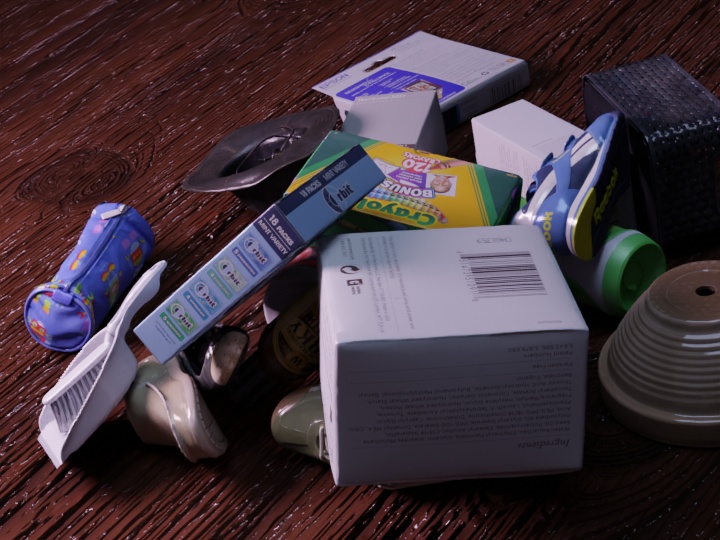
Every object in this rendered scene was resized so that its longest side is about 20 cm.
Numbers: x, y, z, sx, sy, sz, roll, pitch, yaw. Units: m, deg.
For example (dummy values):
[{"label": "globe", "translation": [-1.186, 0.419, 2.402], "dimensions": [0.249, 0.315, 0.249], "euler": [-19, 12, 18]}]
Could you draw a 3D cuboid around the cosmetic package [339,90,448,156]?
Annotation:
[{"label": "cosmetic package", "translation": [0.028, -0.121, 1.792], "dimensions": [0.106, 0.091, 0.201], "euler": [-4, 34, 15]}]

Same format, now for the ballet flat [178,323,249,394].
[{"label": "ballet flat", "translation": [-0.148, 0.075, 1.492], "dimensions": [0.067, 0.057, 0.200], "euler": [-60, 17, -8]}]

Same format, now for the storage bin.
[{"label": "storage bin", "translation": [0.306, -0.122, 1.630], "dimensions": [0.093, 0.136, 0.200], "euler": [-16, 29, -6]}]

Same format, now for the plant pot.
[{"label": "plant pot", "translation": [0.299, 0.056, 1.371], "dimensions": [0.199, 0.093, 0.201], "euler": [-11, 30, 6]}]

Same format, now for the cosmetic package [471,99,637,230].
[{"label": "cosmetic package", "translation": [0.201, -0.097, 1.667], "dimensions": [0.071, 0.102, 0.200], "euler": [-23, 32, -19]}]

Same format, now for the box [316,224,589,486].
[{"label": "box", "translation": [0.068, 0.064, 1.292], "dimensions": [0.198, 0.132, 0.199], "euler": [-3, 25, -4]}]

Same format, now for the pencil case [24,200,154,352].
[{"label": "pencil case", "translation": [-0.285, 0.001, 1.706], "dimensions": [0.077, 0.087, 0.200], "euler": [17, 36, 6]}]

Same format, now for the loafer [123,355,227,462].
[{"label": "loafer", "translation": [-0.174, 0.131, 1.453], "dimensions": [0.068, 0.076, 0.200], "euler": [-30, 19, -8]}]

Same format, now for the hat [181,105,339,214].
[{"label": "hat", "translation": [-0.099, -0.111, 1.819], "dimensions": [0.199, 0.081, 0.201], "euler": [-23, 24, 11]}]

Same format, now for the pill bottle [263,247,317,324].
[{"label": "pill bottle", "translation": [0.000, 0.000, 1.567], "dimensions": [0.110, 0.111, 0.200], "euler": [7, 34, 31]}]

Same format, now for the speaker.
[{"label": "speaker", "translation": [0.195, -0.017, 1.546], "dimensions": [0.088, 0.089, 0.199], "euler": [-32, 34, -31]}]

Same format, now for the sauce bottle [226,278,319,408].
[{"label": "sauce bottle", "translation": [-0.046, 0.057, 1.448], "dimensions": [0.200, 0.065, 0.065], "euler": [-43, 15, 31]}]

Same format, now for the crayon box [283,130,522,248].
[{"label": "crayon box", "translation": [0.040, -0.059, 1.505], "dimensions": [0.199, 0.059, 0.119], "euler": [15, 40, 16]}]

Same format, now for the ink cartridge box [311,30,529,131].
[{"label": "ink cartridge box", "translation": [0.075, -0.232, 2.009], "dimensions": [0.198, 0.044, 0.199], "euler": [-31, 36, -29]}]

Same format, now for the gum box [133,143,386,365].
[{"label": "gum box", "translation": [-0.086, -0.015, 1.401], "dimensions": [0.200, 0.045, 0.170], "euler": [-40, 0, 32]}]

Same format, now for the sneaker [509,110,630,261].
[{"label": "sneaker", "translation": [0.202, -0.086, 1.502], "dimensions": [0.082, 0.074, 0.200], "euler": [0, 35, 29]}]

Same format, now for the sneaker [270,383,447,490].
[{"label": "sneaker", "translation": [0.011, 0.144, 1.354], "dimensions": [0.199, 0.068, 0.090], "euler": [0, 26, 15]}]

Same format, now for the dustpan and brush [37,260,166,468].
[{"label": "dustpan and brush", "translation": [-0.235, 0.078, 1.470], "dimensions": [0.200, 0.057, 0.139], "euler": [-46, 18, -9]}]
